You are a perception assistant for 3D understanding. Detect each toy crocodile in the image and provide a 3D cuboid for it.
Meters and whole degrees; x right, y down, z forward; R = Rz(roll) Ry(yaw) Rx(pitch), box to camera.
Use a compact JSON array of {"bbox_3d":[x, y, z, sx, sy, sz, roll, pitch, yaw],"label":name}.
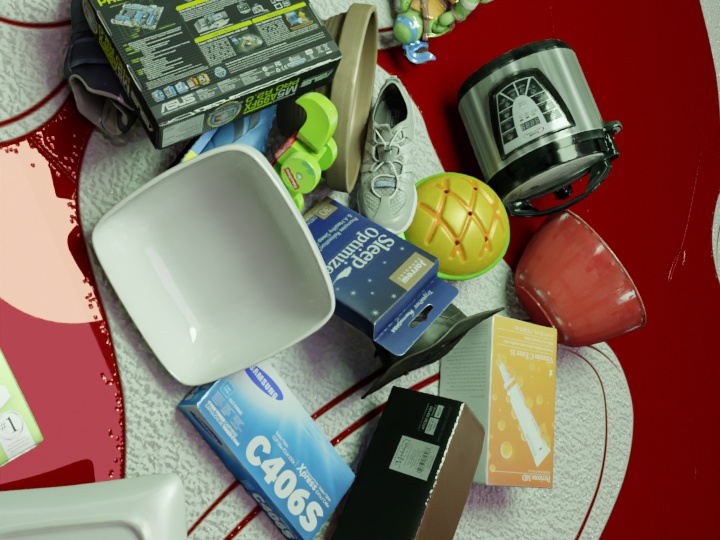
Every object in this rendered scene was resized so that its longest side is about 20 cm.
[{"bbox_3d":[-0.078,-0.090,0.839,0.061,0.201,0.068,35,38,-4],"label":"toy crocodile"}]

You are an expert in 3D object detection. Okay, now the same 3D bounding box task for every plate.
[{"bbox_3d":[-0.239,0.284,0.684,0.194,0.032,0.205,-6,85,-1],"label":"plate"}]

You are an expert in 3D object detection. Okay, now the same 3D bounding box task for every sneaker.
[{"bbox_3d":[-0.122,-0.138,0.852,0.078,0.066,0.201,39,88,-18],"label":"sneaker"},{"bbox_3d":[0.028,-0.137,0.974,0.082,0.073,0.205,71,19,-62],"label":"sneaker"},{"bbox_3d":[-0.195,-0.196,0.821,0.198,0.077,0.150,11,65,-26],"label":"sneaker"}]

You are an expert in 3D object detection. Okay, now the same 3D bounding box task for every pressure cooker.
[{"bbox_3d":[0.236,-0.176,1.080,0.175,0.176,0.204,-15,80,-25],"label":"pressure cooker"}]

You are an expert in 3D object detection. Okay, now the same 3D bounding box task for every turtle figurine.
[{"bbox_3d":[0.108,-0.385,1.048,0.193,0.142,0.204,-40,118,-42],"label":"turtle figurine"}]

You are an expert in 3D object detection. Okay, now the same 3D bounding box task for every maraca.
[{"bbox_3d":[0.098,-0.053,1.022,0.195,0.107,0.141,-8,75,-19],"label":"maraca"}]

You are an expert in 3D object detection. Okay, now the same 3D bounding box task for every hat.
[{"bbox_3d":[0.065,0.066,0.948,0.198,0.201,0.082,-25,75,-37],"label":"hat"}]

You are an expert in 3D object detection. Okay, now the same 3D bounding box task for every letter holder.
[{"bbox_3d":[0.068,0.261,0.929,0.143,0.099,0.203,49,57,-45],"label":"letter holder"}]

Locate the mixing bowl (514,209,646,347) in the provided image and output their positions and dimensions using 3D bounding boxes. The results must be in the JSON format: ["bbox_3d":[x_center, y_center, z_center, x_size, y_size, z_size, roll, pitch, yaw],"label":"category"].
[{"bbox_3d":[0.281,0.028,1.115,0.107,0.200,0.202,-36,107,-3],"label":"mixing bowl"}]

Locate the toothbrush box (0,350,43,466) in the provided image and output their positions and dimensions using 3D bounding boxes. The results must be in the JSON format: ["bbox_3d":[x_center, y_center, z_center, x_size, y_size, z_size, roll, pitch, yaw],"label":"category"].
[{"bbox_3d":[-0.368,0.082,0.648,0.144,0.085,0.204,-30,102,-36],"label":"toothbrush box"}]

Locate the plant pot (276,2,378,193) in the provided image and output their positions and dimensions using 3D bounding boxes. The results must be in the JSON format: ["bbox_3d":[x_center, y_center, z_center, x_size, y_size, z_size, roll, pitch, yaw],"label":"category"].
[{"bbox_3d":[-0.039,-0.194,0.914,0.090,0.201,0.206,8,74,4],"label":"plant pot"}]

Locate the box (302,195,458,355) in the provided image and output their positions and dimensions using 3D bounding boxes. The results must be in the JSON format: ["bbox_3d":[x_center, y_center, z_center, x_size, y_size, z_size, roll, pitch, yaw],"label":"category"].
[{"bbox_3d":[0.000,0.000,0.894,0.121,0.198,0.033,-41,150,-33],"label":"box"}]

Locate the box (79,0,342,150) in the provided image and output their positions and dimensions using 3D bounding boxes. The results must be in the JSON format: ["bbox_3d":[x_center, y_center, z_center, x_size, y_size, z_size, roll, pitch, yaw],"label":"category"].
[{"bbox_3d":[-0.138,-0.222,0.769,0.197,0.044,0.162,-27,78,-25],"label":"box"}]

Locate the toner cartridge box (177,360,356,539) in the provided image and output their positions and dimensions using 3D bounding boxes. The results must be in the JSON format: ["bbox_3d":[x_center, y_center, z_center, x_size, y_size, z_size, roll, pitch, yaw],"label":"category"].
[{"bbox_3d":[-0.095,0.184,0.871,0.202,0.043,0.095,54,54,-18],"label":"toner cartridge box"}]

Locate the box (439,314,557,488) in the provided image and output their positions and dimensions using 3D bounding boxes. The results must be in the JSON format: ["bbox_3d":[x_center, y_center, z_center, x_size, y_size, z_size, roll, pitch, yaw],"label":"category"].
[{"bbox_3d":[0.174,0.169,1.048,0.122,0.097,0.206,12,76,-35],"label":"box"}]

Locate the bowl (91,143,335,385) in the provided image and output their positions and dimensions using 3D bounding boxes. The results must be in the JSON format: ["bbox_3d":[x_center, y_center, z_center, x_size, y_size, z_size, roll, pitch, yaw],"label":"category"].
[{"bbox_3d":[-0.135,-0.011,0.800,0.203,0.197,0.075,61,14,-16],"label":"bowl"}]
